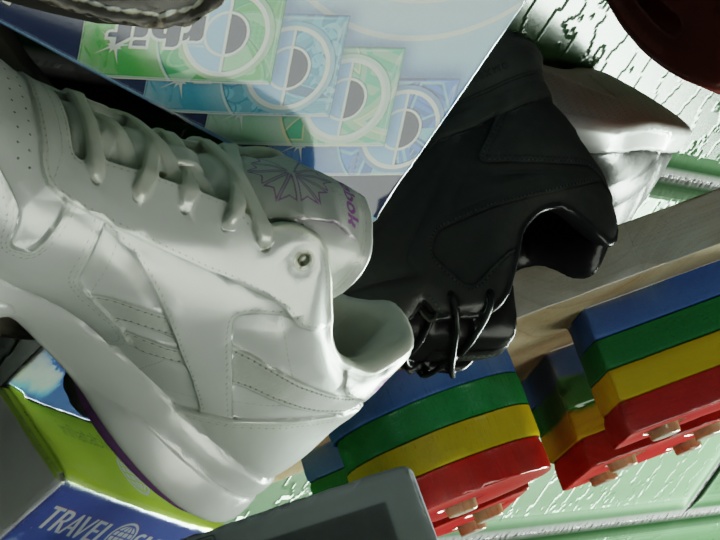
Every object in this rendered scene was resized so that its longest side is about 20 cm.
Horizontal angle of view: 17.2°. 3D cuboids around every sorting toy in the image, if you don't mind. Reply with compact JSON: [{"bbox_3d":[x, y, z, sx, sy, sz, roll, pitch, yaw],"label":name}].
[{"bbox_3d":[0.061,0.049,0.887,0.197,0.070,0.200,-20,170,-9],"label":"sorting toy"}]

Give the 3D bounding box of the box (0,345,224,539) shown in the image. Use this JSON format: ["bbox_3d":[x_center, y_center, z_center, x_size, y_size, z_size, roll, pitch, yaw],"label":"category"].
[{"bbox_3d":[-0.135,0.112,0.802,0.200,0.048,0.122,-41,155,9],"label":"box"}]

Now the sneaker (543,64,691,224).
[{"bbox_3d":[0.060,-0.028,0.924,0.100,0.071,0.200,-61,156,13],"label":"sneaker"}]

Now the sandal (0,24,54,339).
[{"bbox_3d":[-0.100,-0.025,0.699,0.082,0.055,0.200,-44,153,-10],"label":"sandal"}]

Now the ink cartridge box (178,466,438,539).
[{"bbox_3d":[-0.046,0.146,0.823,0.161,0.057,0.200,-18,157,-4],"label":"ink cartridge box"}]

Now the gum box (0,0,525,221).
[{"bbox_3d":[-0.009,-0.134,0.624,0.169,0.045,0.201,27,105,-34],"label":"gum box"}]

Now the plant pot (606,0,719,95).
[{"bbox_3d":[0.197,-0.128,0.888,0.195,0.201,0.202,6,122,-50],"label":"plant pot"}]

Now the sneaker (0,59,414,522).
[{"bbox_3d":[-0.058,-0.017,0.631,0.099,0.075,0.200,-32,134,10],"label":"sneaker"}]

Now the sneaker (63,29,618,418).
[{"bbox_3d":[0.000,0.000,0.746,0.199,0.091,0.076,-30,166,-23],"label":"sneaker"}]

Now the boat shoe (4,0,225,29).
[{"bbox_3d":[-0.095,-0.101,0.529,0.201,0.061,0.072,30,105,-43],"label":"boat shoe"}]
